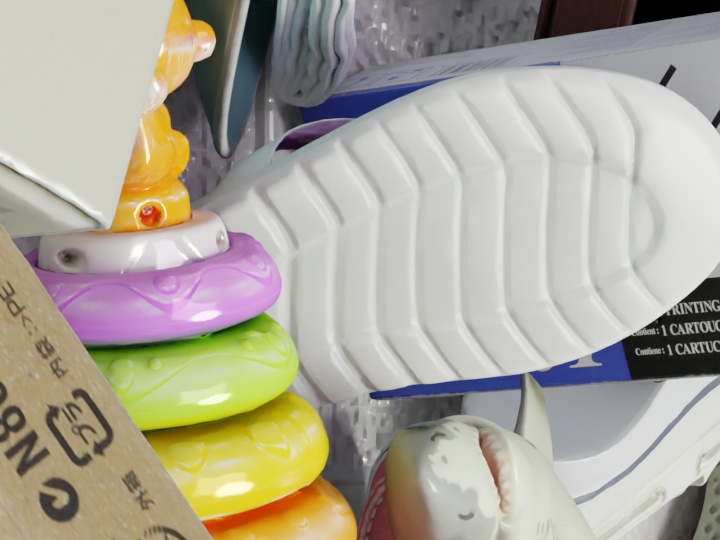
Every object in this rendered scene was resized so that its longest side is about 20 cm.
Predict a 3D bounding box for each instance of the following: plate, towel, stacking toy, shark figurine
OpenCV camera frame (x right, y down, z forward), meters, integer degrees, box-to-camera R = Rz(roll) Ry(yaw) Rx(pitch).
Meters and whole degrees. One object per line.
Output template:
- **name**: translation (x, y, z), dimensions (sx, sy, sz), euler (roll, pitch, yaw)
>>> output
- **plate**: translation (-0.022, -0.129, 0.730), dimensions (0.200, 0.025, 0.201), euler (14, 90, -90)
- **towel**: translation (0.009, -0.157, 0.776), dimensions (0.024, 0.147, 0.201), euler (13, 70, -1)
- **stacking toy**: translation (-0.053, 0.026, 0.674), dimensions (0.115, 0.110, 0.201), euler (-8, 102, -16)
- **shark figurine**: translation (0.045, 0.119, 0.754), dimensions (0.215, 0.089, 0.128), euler (60, 10, -20)

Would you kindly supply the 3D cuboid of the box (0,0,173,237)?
- **box**: translation (-0.108, -0.116, 0.635), dimensions (0.109, 0.127, 0.201), euler (31, 65, -41)

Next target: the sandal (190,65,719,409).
- **sandal**: translation (-0.002, -0.007, 0.742), dimensions (0.201, 0.050, 0.083), euler (-17, 113, -4)

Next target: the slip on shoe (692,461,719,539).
- **slip on shoe**: translation (0.136, 0.116, 0.938), dimensions (0.061, 0.074, 0.201), euler (50, 49, -37)

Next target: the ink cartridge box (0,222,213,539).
- **ink cartridge box**: translation (-0.127, 0.037, 0.540), dimensions (0.075, 0.164, 0.201), euler (-39, 98, -43)

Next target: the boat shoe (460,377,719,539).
- **boat shoe**: translation (0.095, 0.037, 0.906), dimensions (0.200, 0.071, 0.070), euler (-40, 145, -46)

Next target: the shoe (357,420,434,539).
- **shoe**: translation (0.013, 0.147, 0.795), dimensions (0.091, 0.071, 0.201), euler (-12, 100, -51)

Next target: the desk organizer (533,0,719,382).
- **desk organizer**: translation (0.104, -0.074, 0.828), dimensions (0.071, 0.077, 0.201), euler (-18, 133, -34)

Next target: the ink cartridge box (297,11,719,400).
- **ink cartridge box**: translation (0.083, -0.019, 0.785), dimensions (0.044, 0.199, 0.095), euler (-29, 109, -52)
